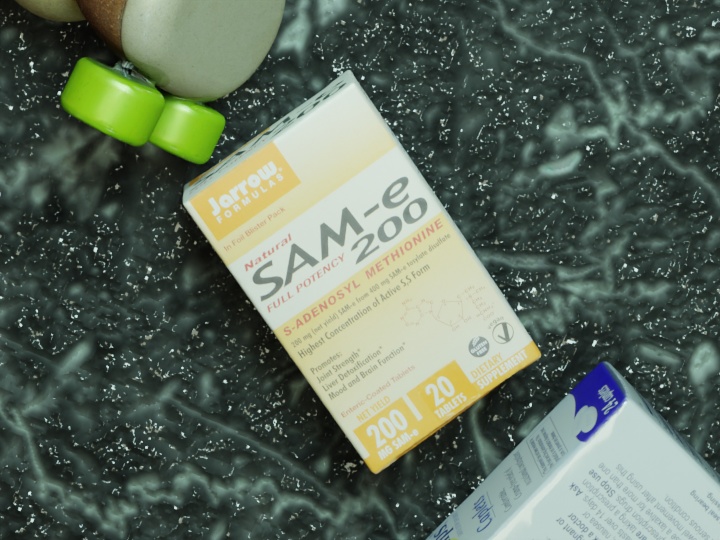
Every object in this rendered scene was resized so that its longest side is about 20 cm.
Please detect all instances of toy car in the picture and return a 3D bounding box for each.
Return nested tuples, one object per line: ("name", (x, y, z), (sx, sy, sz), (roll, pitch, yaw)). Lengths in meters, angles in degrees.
("toy car", (-0.151, -0.182, 1.279), (0.199, 0.158, 0.165), (29, 96, 20))

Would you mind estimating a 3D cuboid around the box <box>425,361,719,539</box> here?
("box", (0.147, 0.194, 1.366), (0.184, 0.105, 0.200), (44, 95, -11))

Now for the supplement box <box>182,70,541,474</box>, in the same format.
("supplement box", (0.000, 0.000, 1.333), (0.126, 0.074, 0.201), (-35, 101, 3))
